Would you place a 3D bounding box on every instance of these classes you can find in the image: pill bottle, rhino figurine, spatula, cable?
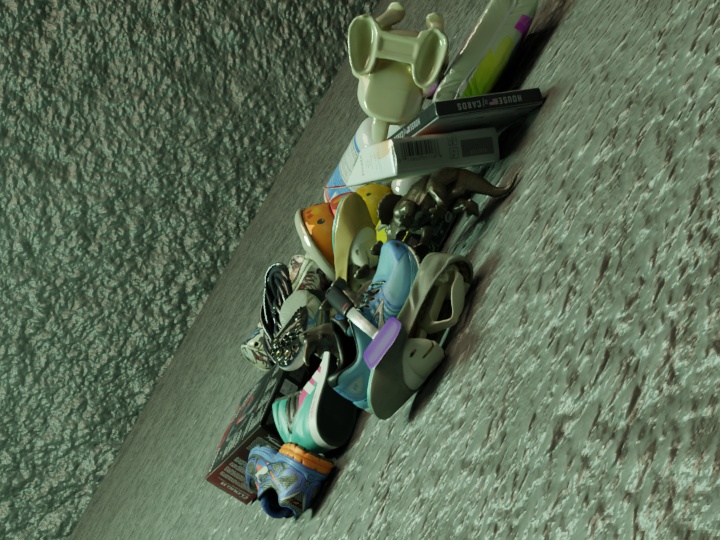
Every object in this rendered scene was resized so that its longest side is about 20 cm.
[{"bbox_3d":[0.030,-0.166,1.873,0.201,0.111,0.113,-56,9,39],"label":"pill bottle"},{"bbox_3d":[-0.003,0.051,1.460,0.200,0.087,0.060,-44,-16,-36],"label":"rhino figurine"},{"bbox_3d":[-0.002,0.052,1.312,0.057,0.020,0.200,-53,29,3],"label":"spatula"},{"bbox_3d":[-0.121,0.081,1.796,0.164,0.050,0.204,106,158,-70],"label":"cable"}]

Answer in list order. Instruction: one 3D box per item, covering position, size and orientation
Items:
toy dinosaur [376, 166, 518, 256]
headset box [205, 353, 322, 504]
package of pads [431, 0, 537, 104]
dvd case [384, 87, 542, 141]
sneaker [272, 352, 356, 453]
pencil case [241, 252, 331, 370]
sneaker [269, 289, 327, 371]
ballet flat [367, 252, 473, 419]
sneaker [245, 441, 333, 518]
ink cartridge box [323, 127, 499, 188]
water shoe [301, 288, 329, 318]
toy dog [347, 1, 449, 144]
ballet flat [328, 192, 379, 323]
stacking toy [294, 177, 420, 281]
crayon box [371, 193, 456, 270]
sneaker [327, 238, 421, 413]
[{"bbox_3d":[0.088,-0.084,1.429,0.199,0.077,0.103,-36,33,21],"label":"toy dinosaur"},{"bbox_3d":[-0.127,0.215,1.660,0.200,0.074,0.150,-46,16,45],"label":"headset box"},{"bbox_3d":[0.168,-0.288,1.708,0.202,0.068,0.155,-58,-3,-5],"label":"package of pads"},{"bbox_3d":[0.124,-0.187,1.558,0.200,0.148,0.025,152,106,-68],"label":"dvd case"},{"bbox_3d":[-0.046,0.148,1.499,0.120,0.083,0.202,-33,27,43],"label":"sneaker"},{"bbox_3d":[-0.120,0.068,2.012,0.202,0.077,0.090,-61,-9,-18],"label":"pencil case"},{"bbox_3d":[-0.071,0.083,1.574,0.072,0.072,0.200,-43,12,13],"label":"sneaker"},{"bbox_3d":[0.067,0.066,1.287,0.063,0.067,0.202,1,56,40],"label":"ballet flat"},{"bbox_3d":[-0.100,0.256,1.455,0.079,0.075,0.200,-65,12,-21],"label":"sneaker"},{"bbox_3d":[0.061,-0.144,1.568,0.199,0.160,0.051,0,99,61],"label":"ink cartridge box"},{"bbox_3d":[-0.059,0.089,1.784,0.200,0.070,0.080,-108,25,-74],"label":"water shoe"},{"bbox_3d":[0.067,-0.281,1.735,0.200,0.137,0.198,-53,-35,-73],"label":"toy dog"},{"bbox_3d":[0.000,0.000,1.575,0.068,0.062,0.203,-23,-54,-43],"label":"ballet flat"},{"bbox_3d":[0.013,-0.082,1.811,0.199,0.147,0.146,-37,16,12],"label":"stacking toy"},{"bbox_3d":[0.061,-0.046,1.625,0.128,0.050,0.200,-61,13,-17],"label":"crayon box"},{"bbox_3d":[0.014,0.054,1.379,0.078,0.089,0.203,-33,40,63],"label":"sneaker"}]
